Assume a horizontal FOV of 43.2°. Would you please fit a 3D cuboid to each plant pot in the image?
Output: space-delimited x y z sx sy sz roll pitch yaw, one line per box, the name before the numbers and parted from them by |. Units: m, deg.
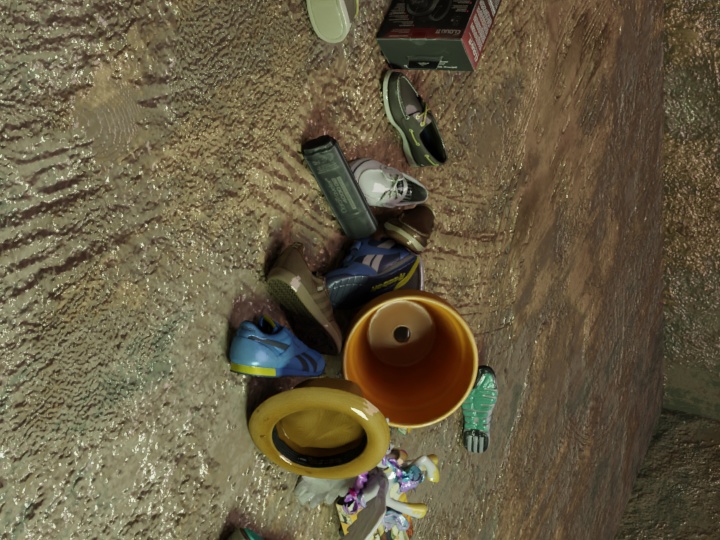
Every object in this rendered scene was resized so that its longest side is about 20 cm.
plant pot | 0.070 0.116 1.406 0.183 0.199 0.201 -97 -171 -78

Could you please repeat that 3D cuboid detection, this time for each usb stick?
usb stick | -0.028 -0.117 1.324 0.200 0.055 0.033 61 19 -47

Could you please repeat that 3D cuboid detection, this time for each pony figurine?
pony figurine | 0.021 0.320 1.350 0.193 0.166 0.200 -50 135 0

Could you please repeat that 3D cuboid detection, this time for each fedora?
fedora | -0.052 0.204 1.250 0.082 0.199 0.201 -79 158 -48

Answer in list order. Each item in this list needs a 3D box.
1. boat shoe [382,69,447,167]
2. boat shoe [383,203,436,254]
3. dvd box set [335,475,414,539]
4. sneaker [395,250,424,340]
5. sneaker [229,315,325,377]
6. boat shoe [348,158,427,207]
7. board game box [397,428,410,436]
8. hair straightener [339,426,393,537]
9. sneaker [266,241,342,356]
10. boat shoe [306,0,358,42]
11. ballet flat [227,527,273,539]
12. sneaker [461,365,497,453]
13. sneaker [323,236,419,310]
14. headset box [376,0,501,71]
boat shoe | 0.092 -0.247 1.487 0.072 0.060 0.201 -64 147 -27
boat shoe | 0.085 -0.076 1.452 0.075 0.075 0.202 -57 180 5
dvd box set | 0.028 0.413 1.514 0.146 0.029 0.201 -44 132 -43
sneaker | 0.088 0.054 1.561 0.099 0.070 0.201 -26 126 -57
sneaker | -0.103 0.104 1.239 0.200 0.066 0.079 13 82 -60
boat shoe | 0.043 -0.136 1.425 0.200 0.066 0.074 -7 103 -59
board game box | 0.104 0.197 1.608 0.105 0.023 0.201 -43 150 -33
hair straightener | 0.010 0.354 1.525 0.077 0.041 0.201 39 70 -56
sneaker | -0.063 0.044 1.287 0.076 0.070 0.200 -63 147 -29
boat shoe | -0.043 -0.405 1.201 0.060 0.071 0.201 -61 149 -42
ballet flat | -0.137 0.413 1.286 0.064 0.067 0.200 -46 143 -4
sneaker | 0.250 0.280 1.920 0.088 0.074 0.201 -54 152 -65
sneaker | 0.000 0.000 1.392 0.199 0.082 0.074 -18 147 -45
headset box | 0.126 -0.396 1.417 0.077 0.148 0.201 51 54 -52
